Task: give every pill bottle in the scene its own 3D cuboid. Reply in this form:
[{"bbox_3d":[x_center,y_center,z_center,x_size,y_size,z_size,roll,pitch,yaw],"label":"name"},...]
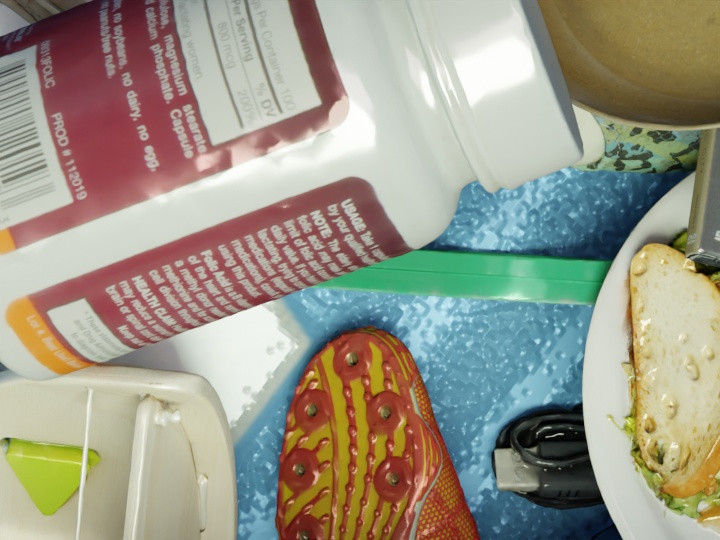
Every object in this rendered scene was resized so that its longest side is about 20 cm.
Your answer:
[{"bbox_3d":[-0.036,-0.048,0.794,0.199,0.114,0.115,-19,100,9],"label":"pill bottle"}]

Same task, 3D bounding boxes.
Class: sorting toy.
[{"bbox_3d":[-0.143,0.124,0.885,0.179,0.107,0.201,7,92,10],"label":"sorting toy"}]

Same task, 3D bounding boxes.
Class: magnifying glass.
[{"bbox_3d":[0.000,0.000,0.903,0.199,0.080,0.023,5,92,1],"label":"magnifying glass"}]

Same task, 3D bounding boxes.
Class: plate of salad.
[{"bbox_3d":[0.177,0.044,0.855,0.199,0.048,0.201,2,76,-7],"label":"plate of salad"}]

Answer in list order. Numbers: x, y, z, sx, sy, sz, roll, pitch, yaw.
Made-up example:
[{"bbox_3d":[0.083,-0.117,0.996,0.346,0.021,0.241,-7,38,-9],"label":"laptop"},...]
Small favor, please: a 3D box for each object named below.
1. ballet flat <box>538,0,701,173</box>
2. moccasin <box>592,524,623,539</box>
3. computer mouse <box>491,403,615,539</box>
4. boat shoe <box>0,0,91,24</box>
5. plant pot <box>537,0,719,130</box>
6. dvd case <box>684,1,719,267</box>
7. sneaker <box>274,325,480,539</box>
[{"bbox_3d":[0.037,-0.081,0.891,0.200,0.074,0.074,36,91,-3],"label":"ballet flat"},{"bbox_3d":[0.082,0.142,0.846,0.200,0.080,0.068,-28,92,-39],"label":"moccasin"},{"bbox_3d":[0.118,0.154,0.946,0.138,0.053,0.201,0,97,-10],"label":"computer mouse"},{"bbox_3d":[-0.062,-0.079,0.884,0.068,0.075,0.200,-41,104,18],"label":"boat shoe"},{"bbox_3d":[0.128,-0.139,0.820,0.027,0.200,0.201,24,95,-50],"label":"plant pot"},{"bbox_3d":[0.196,-0.086,0.848,0.148,0.016,0.201,13,78,-14],"label":"dvd case"},{"bbox_3d":[0.020,0.120,0.927,0.073,0.077,0.201,-14,86,28],"label":"sneaker"}]
